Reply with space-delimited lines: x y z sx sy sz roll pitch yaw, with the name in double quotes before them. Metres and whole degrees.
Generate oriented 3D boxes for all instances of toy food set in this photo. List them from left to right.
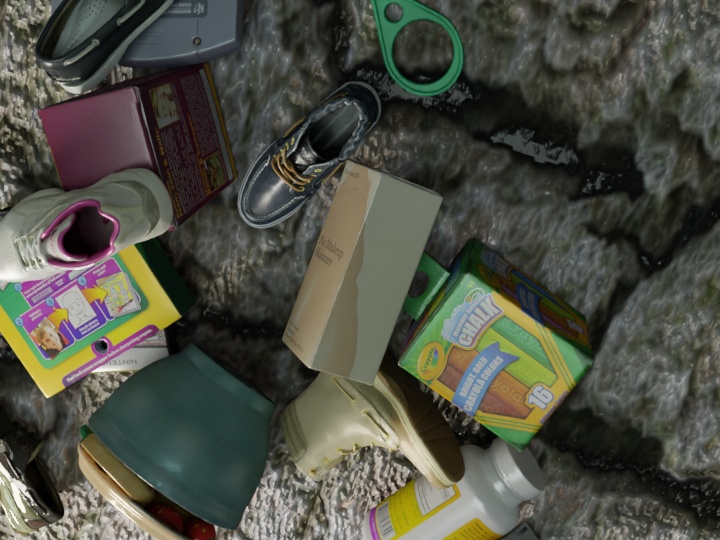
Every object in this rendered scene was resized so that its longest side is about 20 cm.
"toy food set" -0.238 0.244 1.067 0.199 0.198 0.049 41 81 -13

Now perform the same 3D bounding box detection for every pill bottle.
"pill bottle" 0.104 0.264 1.049 0.199 0.104 0.105 -38 98 19

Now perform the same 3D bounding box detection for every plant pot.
"plant pot" -0.175 0.166 1.036 0.199 0.200 0.135 37 83 -3

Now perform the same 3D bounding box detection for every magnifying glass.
"magnifying glass" 0.029 -0.262 0.939 0.079 0.022 0.201 -35 101 18

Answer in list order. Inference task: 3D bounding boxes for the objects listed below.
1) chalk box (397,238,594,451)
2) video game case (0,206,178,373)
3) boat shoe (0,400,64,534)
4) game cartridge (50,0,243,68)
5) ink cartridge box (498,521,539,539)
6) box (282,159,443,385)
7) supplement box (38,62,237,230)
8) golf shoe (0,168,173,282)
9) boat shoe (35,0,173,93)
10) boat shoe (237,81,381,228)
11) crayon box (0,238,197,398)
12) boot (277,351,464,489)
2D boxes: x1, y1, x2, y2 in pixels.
"chalk box" 0.120 0.059 0.970 0.199 0.124 0.126 34 110 -2
"video game case" -0.309 0.021 1.085 0.178 0.026 0.203 -4 107 11
"boat shoe" -0.416 0.222 1.150 0.065 0.072 0.204 -16 105 4
"game cartridge" -0.211 -0.271 0.947 0.196 0.040 0.136 3 84 9
"ink cartridge box" 0.092 0.364 1.037 0.199 0.199 0.041 -44 72 18
"box" 0.000 0.000 0.954 0.077 0.095 0.203 18 95 -26
"supplement box" -0.207 -0.120 0.929 0.101 0.200 0.133 -9 106 13
"golf shoe" -0.260 -0.032 0.814 0.197 0.092 0.076 -19 105 21
"boat shoe" -0.229 -0.260 0.893 0.075 0.060 0.202 28 83 16
"boat shoe" -0.063 -0.112 0.964 0.071 0.091 0.200 44 110 -6
"crayon box" -0.309 0.016 1.040 0.198 0.058 0.174 -29 99 16
"boot" 0.007 0.187 1.036 0.200 0.073 0.156 49 112 17
